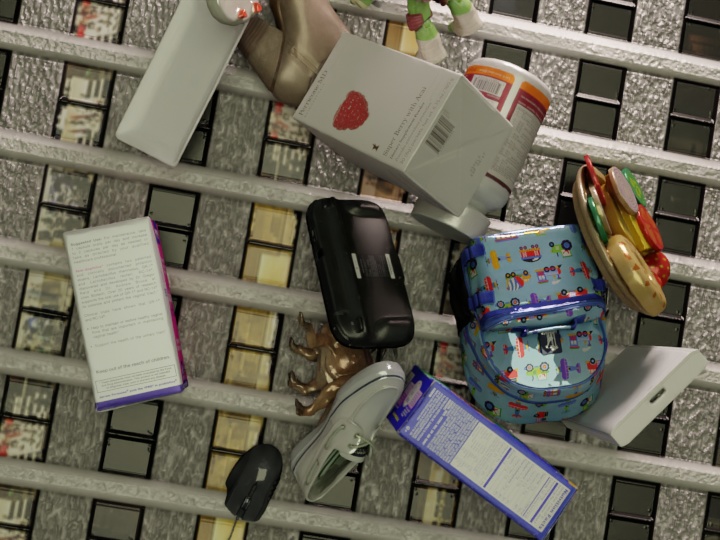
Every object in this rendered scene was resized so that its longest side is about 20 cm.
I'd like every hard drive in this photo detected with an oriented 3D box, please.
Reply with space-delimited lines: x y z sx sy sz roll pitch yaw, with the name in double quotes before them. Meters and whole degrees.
"hard drive" 0.306 0.138 1.204 0.132 0.200 0.026 -43 92 -5

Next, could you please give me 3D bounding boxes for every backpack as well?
"backpack" 0.199 0.066 1.205 0.181 0.135 0.202 -4 67 -6

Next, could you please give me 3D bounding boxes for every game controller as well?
"game controller" 0.000 0.000 1.216 0.104 0.042 0.201 6 55 -30

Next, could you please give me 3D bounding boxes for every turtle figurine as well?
"turtle figurine" 0.051 -0.352 1.241 0.199 0.144 0.195 -8 128 30

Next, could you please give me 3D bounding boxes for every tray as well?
"tray" -0.205 -0.226 1.235 0.107 0.022 0.201 27 90 28

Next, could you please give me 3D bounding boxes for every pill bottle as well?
"pill bottle" 0.140 -0.139 1.244 0.109 0.110 0.201 25 86 -4

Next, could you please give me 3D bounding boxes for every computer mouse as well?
"computer mouse" -0.148 0.298 1.238 0.058 0.034 0.201 24 86 -5

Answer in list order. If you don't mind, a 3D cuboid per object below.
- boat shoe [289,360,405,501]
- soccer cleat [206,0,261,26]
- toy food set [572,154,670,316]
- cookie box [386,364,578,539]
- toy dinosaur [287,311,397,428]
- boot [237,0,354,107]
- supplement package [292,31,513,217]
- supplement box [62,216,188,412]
"boat shoe" -0.007 0.188 1.195 0.073 0.067 0.200 12 129 -34
"soccer cleat" -0.146 -0.332 1.200 0.077 0.201 0.070 -7 127 19
"toy food set" 0.307 -0.041 1.223 0.048 0.200 0.199 -28 81 28
"cookie box" 0.131 0.202 1.201 0.199 0.171 0.075 37 88 -4
"toy dinosaur" -0.013 0.110 1.237 0.134 0.086 0.202 2 93 -12
"boot" -0.050 -0.291 1.255 0.146 0.070 0.201 35 91 -5
"supplement package" 0.044 -0.166 1.176 0.120 0.199 0.122 32 89 -47
"supplement box" -0.266 0.049 1.202 0.102 0.101 0.202 -12 89 -6
